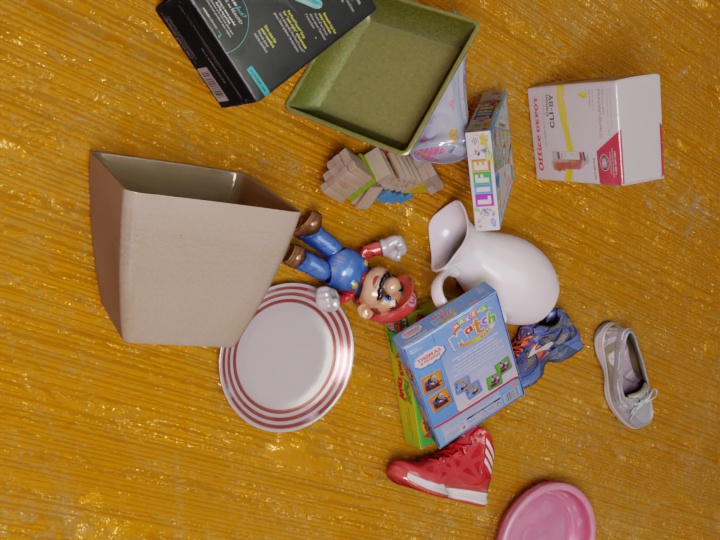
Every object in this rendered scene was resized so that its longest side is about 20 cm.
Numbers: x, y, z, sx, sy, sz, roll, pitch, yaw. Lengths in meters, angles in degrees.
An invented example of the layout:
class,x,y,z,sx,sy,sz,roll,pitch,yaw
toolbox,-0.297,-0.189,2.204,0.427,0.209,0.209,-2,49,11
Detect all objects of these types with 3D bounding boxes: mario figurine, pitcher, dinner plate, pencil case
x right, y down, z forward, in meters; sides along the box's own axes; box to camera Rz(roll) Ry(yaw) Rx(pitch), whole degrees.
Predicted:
class,x,y,z,sx,sy,sz,roll,pitch,yaw
mario figurine,0.000,0.000,1.203,0.199,0.106,0.124,31,106,-23
pitcher,0.185,0.018,1.293,0.199,0.121,0.173,30,57,-25
dinner plate,-0.099,0.116,1.213,0.198,0.024,0.203,-5,100,-29
pencil case,0.107,-0.245,1.215,0.083,0.090,0.202,16,72,-56

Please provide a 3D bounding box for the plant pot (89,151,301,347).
class,x,y,z,sx,sy,sz,roll,pitch,yaw
plant pot,-0.209,-0.019,1.047,0.198,0.200,0.179,4,106,-29

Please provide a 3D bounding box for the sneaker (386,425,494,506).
class,x,y,z,sx,sy,sz,roll,pitch,yaw
sneaker,0.124,0.276,1.343,0.199,0.078,0.117,25,76,-42

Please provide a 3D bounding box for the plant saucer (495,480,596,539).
class,x,y,z,sx,sy,sz,roll,pitch,yaw
plant saucer,0.292,0.435,1.462,0.199,0.051,0.203,-5,100,-28

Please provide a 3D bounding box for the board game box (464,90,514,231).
class,x,y,z,sx,sy,sz,roll,pitch,yaw
board game box,0.180,-0.155,1.242,0.200,0.034,0.136,-60,144,-61

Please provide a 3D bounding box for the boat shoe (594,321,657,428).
class,x,y,z,sx,sy,sz,roll,pitch,yaw
boat shoe,0.449,0.180,1.506,0.074,0.065,0.204,-28,109,-23

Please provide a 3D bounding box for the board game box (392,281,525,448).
class,x,y,z,sx,sy,sz,roll,pitch,yaw
board game box,0.139,0.133,1.243,0.150,0.037,0.201,-30,128,-11

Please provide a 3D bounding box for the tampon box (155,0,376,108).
class,x,y,z,sx,sy,sz,roll,pitch,yaw
tampon box,-0.113,-0.316,1.086,0.200,0.126,0.151,-42,113,-18

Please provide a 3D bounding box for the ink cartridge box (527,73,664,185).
class,x,y,z,sx,sy,sz,roll,pitch,yaw
ink cartridge box,0.338,-0.204,1.315,0.083,0.200,0.147,-13,103,-24

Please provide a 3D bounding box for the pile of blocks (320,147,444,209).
class,x,y,z,sx,sy,sz,roll,pitch,yaw
pile of blocks,0.024,-0.133,1.237,0.198,0.082,0.063,0,54,-38

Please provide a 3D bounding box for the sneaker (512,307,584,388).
class,x,y,z,sx,sy,sz,roll,pitch,yaw
sneaker,0.257,0.122,1.395,0.199,0.075,0.079,-29,101,-31

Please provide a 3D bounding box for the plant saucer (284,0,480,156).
class,x,y,z,sx,sy,sz,roll,pitch,yaw
plant saucer,0.032,-0.251,1.165,0.201,0.199,0.048,-60,152,-9

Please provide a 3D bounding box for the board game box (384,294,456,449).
class,x,y,z,sx,sy,sz,roll,pitch,yaw
board game box,0.101,0.145,1.316,0.101,0.047,0.202,-17,104,-26
